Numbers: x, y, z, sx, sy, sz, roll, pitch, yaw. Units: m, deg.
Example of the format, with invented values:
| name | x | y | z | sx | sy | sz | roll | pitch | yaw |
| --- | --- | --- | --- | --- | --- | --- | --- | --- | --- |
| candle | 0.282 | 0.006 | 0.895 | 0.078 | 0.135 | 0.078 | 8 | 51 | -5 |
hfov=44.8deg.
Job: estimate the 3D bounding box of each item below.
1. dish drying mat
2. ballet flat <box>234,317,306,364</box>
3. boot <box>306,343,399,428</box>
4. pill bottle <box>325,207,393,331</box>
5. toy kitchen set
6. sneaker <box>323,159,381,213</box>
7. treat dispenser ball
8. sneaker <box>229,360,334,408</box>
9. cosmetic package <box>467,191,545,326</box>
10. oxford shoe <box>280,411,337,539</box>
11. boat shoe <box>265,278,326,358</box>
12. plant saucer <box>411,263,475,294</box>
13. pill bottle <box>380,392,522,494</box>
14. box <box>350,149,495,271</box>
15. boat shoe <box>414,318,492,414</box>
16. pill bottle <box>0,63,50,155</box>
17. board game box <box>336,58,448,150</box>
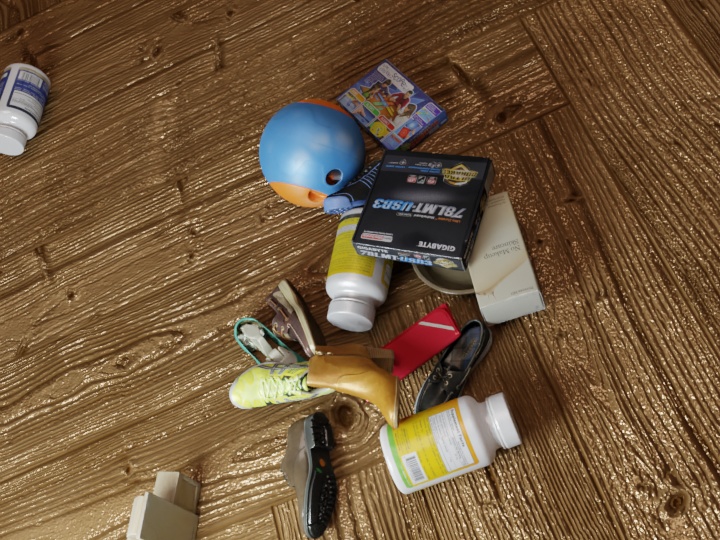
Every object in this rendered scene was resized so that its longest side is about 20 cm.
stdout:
| name | x | y | z | sx | sy | sz | roll | pitch | yaw |
| --- | --- | --- | --- | --- | --- | --- | --- | --- | --- |
| dish drying mat | 0.076 | 0.136 | 1.463 | 0.200 | 0.018 | 0.077 | -37 | 50 | 15 |
| ballet flat | -0.159 | 0.149 | 1.545 | 0.200 | 0.070 | 0.067 | 36 | 79 | 32 |
| boot | -0.013 | 0.181 | 1.376 | 0.143 | 0.071 | 0.201 | 0 | 26 | -5 |
| pill bottle | 0.000 | 0.000 | 1.541 | 0.111 | 0.111 | 0.201 | 1 | 62 | 21 |
| toy kitchen set | -0.387 | 0.425 | 1.424 | 0.180 | 0.163 | 0.201 | -3 | 61 | 19 |
| sneaker | 0.013 | -0.156 | 1.594 | 0.199 | 0.070 | 0.078 | -16 | 88 | -32 |
| treat dispenser ball | -0.090 | -0.220 | 1.641 | 0.200 | 0.201 | 0.202 | -9 | 60 | 16 |
| sneaker | -0.122 | 0.185 | 1.466 | 0.199 | 0.076 | 0.076 | -13 | 89 | -9 |
| cosmetic package | 0.229 | -0.021 | 1.457 | 0.103 | 0.073 | 0.201 | -19 | 57 | 10 |
| oxford shoe | -0.088 | 0.338 | 1.425 | 0.084 | 0.073 | 0.201 | -21 | 54 | 28 |
| boat shoe | -0.121 | 0.096 | 1.551 | 0.072 | 0.072 | 0.200 | -36 | 45 | 3 |
| plant saucer | 0.186 | -0.043 | 1.544 | 0.199 | 0.029 | 0.201 | -10 | 59 | 16 |
| pill bottle | 0.140 | 0.260 | 1.345 | 0.199 | 0.111 | 0.111 | -22 | 57 | 9 |
| box | 0.107 | -0.106 | 1.477 | 0.199 | 0.050 | 0.199 | 9 | 63 | 24 |
| boat shoe | 0.146 | 0.165 | 1.428 | 0.068 | 0.057 | 0.200 | 26 | 74 | 30 |
| pill bottle | -0.807 | -0.376 | 2.054 | 0.111 | 0.111 | 0.201 | -4 | 61 | 19 |
| board game box | 0.061 | -0.322 | 1.739 | 0.135 | 0.034 | 0.200 | -38 | 56 | -3 |
